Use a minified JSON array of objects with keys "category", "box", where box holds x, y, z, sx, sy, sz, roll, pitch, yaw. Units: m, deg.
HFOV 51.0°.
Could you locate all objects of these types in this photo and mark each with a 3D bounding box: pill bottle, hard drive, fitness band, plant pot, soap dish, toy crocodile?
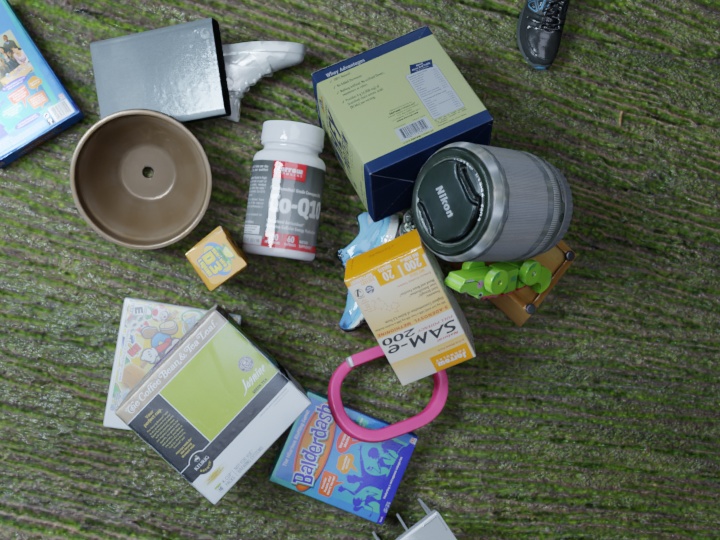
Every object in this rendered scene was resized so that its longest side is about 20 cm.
[{"category":"pill bottle","box":[-0.113,-0.120,1.153,0.113,0.114,0.202,7,90,-10]},{"category":"hard drive","box":[-0.297,-0.285,1.125,0.198,0.033,0.141,-7,93,12]},{"category":"fitness band","box":[0.046,0.190,1.199,0.199,0.037,0.145,-16,79,-20]},{"category":"plant pot","box":[-0.318,-0.140,1.118,0.199,0.093,0.202,-2,107,-8]},{"category":"soap dish","box":[0.244,-0.030,1.233,0.200,0.081,0.158,41,84,-9]},{"category":"toy crocodile","box":[0.209,0.012,1.132,0.199,0.067,0.062,-10,114,-38]}]

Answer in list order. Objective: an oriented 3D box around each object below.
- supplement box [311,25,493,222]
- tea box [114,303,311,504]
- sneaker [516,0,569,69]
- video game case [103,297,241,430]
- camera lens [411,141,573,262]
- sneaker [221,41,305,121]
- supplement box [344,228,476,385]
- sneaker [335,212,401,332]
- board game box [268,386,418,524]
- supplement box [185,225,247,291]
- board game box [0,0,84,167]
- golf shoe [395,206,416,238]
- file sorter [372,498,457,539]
[{"category":"supplement box","box":[0.060,-0.220,1.131,0.199,0.134,0.201,-24,64,-9]},{"category":"tea box","box":[-0.213,0.189,1.110,0.200,0.134,0.197,-45,99,-6]},{"category":"sneaker","box":[0.306,-0.435,1.236,0.073,0.082,0.202,4,92,-11]},{"category":"video game case","box":[-0.291,0.155,1.174,0.181,0.023,0.202,10,89,-10]},{"category":"camera lens","box":[0.184,-0.093,1.064,0.199,0.159,0.161,-1,91,-42]},{"category":"sneaker","box":[-0.178,-0.288,1.165,0.198,0.074,0.117,-6,94,0]},{"category":"supplement box","box":[0.075,0.056,1.119,0.125,0.074,0.201,-24,113,13]},{"category":"sneaker","box":[0.000,0.000,1.208,0.089,0.078,0.201,17,85,9]},{"category":"board game box","box":[-0.028,0.297,1.210,0.199,0.045,0.153,24,87,-9]},{"category":"supplement box","box":[-0.205,-0.019,1.095,0.069,0.200,0.067,-36,96,-8]},{"category":"board game box","box":[-0.529,-0.275,1.107,0.152,0.045,0.201,-33,96,-7]},{"category":"golf shoe","box":[0.105,-0.085,1.201,0.077,0.088,0.200,35,51,5]},{"category":"file sorter","box":[0.064,0.477,1.189,0.199,0.125,0.139,-35,95,-8]}]
